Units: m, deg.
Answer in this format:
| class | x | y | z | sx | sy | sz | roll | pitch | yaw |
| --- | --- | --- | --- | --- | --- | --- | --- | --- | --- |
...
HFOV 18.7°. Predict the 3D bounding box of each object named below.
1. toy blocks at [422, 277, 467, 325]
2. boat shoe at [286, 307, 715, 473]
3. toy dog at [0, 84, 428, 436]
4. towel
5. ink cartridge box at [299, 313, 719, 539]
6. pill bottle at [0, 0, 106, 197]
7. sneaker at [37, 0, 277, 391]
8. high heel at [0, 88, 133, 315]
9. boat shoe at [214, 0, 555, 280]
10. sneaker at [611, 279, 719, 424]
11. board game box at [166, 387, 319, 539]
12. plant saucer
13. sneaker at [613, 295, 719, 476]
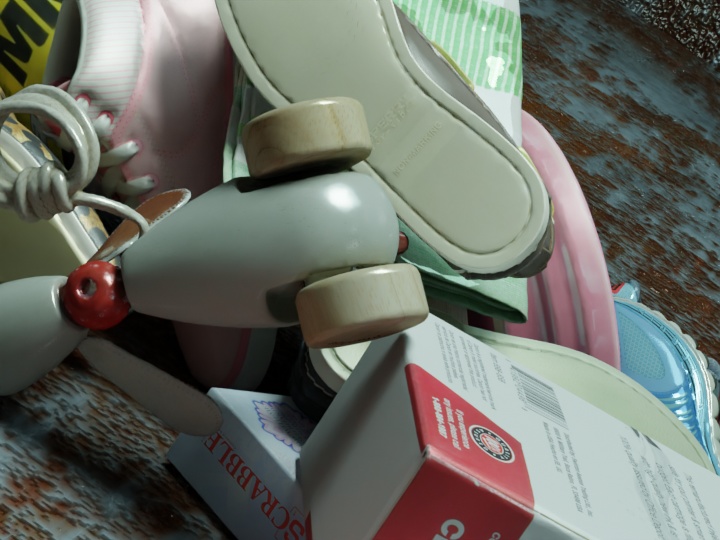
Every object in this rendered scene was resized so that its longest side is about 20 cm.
| class | x | y | z | sx | sy | sz | roll | pitch | yaw |
| --- | --- | --- | --- | --- | --- | --- | --- | --- | --- |
| toy blocks | 0.000 | 0.000 | 1.077 | 0.100 | 0.137 | 0.200 | -19 | 43 | -13 |
| boat shoe | 0.058 | 0.073 | 0.947 | 0.199 | 0.066 | 0.075 | 19 | 53 | -19 |
| toy dog | -0.058 | 0.000 | 0.872 | 0.199 | 0.132 | 0.096 | 3 | -6 | 22 |
| towel | 0.012 | -0.083 | 0.994 | 0.152 | 0.023 | 0.201 | 19 | 51 | -22 |
| ink cartridge box | 0.083 | 0.114 | 0.841 | 0.200 | 0.084 | 0.144 | 29 | 17 | -13 |
| pill bottle | -0.150 | -0.130 | 1.127 | 0.200 | 0.114 | 0.114 | 43 | 19 | 27 |
| sneaker | -0.098 | -0.040 | 0.998 | 0.104 | 0.201 | 0.075 | -2 | -3 | -29 |
| high heel | -0.153 | -0.042 | 1.012 | 0.200 | 0.072 | 0.142 | 36 | 15 | 18 |
| boat shoe | 0.010 | -0.074 | 0.932 | 0.200 | 0.072 | 0.060 | 47 | 4 | 19 |
| sneaker | 0.121 | 0.035 | 1.261 | 0.200 | 0.096 | 0.079 | 33 | 16 | -3 |
| board game box | 0.045 | 0.133 | 0.938 | 0.200 | 0.041 | 0.199 | 44 | 20 | 32 |
| plant saucer | 0.067 | 0.019 | 1.097 | 0.051 | 0.201 | 0.201 | -12 | 35 | -17 |
| sneaker | 0.142 | 0.088 | 1.141 | 0.090 | 0.078 | 0.200 | 12 | 40 | -38 |
